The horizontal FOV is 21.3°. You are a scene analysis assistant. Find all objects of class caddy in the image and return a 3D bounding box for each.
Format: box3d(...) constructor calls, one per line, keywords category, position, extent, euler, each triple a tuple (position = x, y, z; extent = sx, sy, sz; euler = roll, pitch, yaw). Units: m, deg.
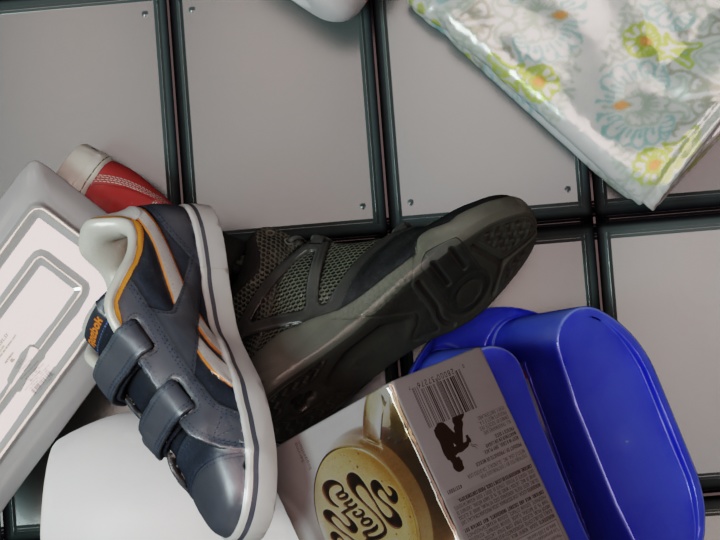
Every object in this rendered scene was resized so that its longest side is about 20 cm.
box3d(category="caddy", position=(0.106, 0.115, 1.092), extent=(0.140, 0.105, 0.202), euler=(-20, 86, -23))

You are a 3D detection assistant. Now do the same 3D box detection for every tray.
box3d(category="tray", position=(-0.203, 0.047, 1.080), extent=(0.107, 0.022, 0.201), euler=(37, 85, -6))

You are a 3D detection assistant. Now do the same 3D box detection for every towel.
box3d(category="towel", position=(0.154, -0.160, 1.128), extent=(0.200, 0.048, 0.171), euler=(42, 89, 4))

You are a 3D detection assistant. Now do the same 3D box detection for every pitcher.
box3d(category="pitcher", position=(-0.079, 0.159, 1.072), extent=(0.198, 0.172, 0.122), euler=(3, 129, 0))

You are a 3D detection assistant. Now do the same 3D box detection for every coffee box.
box3d(category="coffee box", position=(0.046, 0.158, 0.993), extent=(0.113, 0.079, 0.201), euler=(-31, 81, 43))

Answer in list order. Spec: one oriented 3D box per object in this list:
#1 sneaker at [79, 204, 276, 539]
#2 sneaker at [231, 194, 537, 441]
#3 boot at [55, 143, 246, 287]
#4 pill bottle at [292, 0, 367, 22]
box3d(category="sneaker", position=(-0.102, 0.054, 1.014), extent=(0.079, 0.079, 0.201), euler=(0, 54, -26))
box3d(category="sneaker", position=(0.000, 0.000, 1.090), extent=(0.199, 0.076, 0.114), euler=(-35, 51, -1))
box3d(category="boot", position=(-0.156, 0.046, 1.125), extent=(0.144, 0.072, 0.201), euler=(32, 86, 2))
box3d(category="pill bottle", position=(0.004, -0.252, 1.107), extent=(0.112, 0.112, 0.201), euler=(36, 89, 4))
